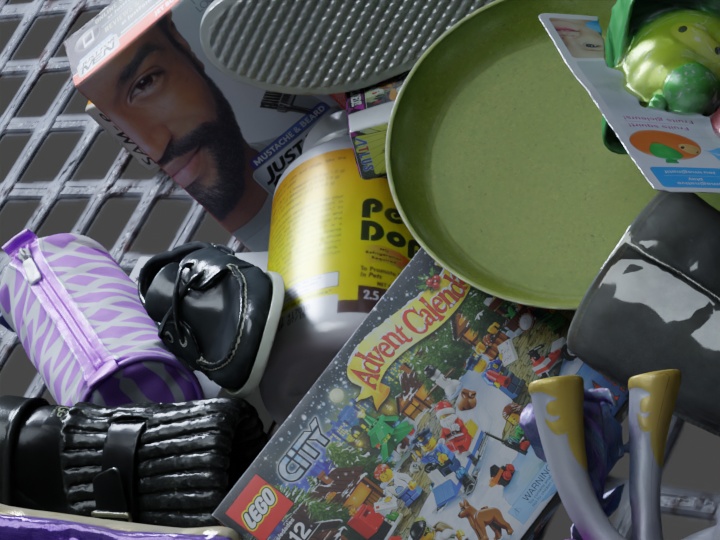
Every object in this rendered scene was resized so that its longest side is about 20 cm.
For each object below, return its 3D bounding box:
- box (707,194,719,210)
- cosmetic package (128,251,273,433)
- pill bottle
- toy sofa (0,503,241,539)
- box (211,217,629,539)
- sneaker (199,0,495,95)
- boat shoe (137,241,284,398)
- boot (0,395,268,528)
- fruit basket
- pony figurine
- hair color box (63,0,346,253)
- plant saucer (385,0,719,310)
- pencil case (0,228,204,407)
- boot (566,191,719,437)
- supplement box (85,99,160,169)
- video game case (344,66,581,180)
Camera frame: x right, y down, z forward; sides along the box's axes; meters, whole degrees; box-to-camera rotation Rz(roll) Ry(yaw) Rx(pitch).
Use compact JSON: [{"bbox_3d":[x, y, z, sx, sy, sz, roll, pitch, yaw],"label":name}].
[{"bbox_3d":[0.198,-0.040,1.282,0.200,0.044,0.160,-47,34,-1],"label":"box"},{"bbox_3d":[-0.118,0.082,1.493,0.151,0.052,0.200,0,55,45],"label":"cosmetic package"},{"bbox_3d":[0.000,0.000,1.397,0.109,0.109,0.200,-27,39,26],"label":"pill bottle"},{"bbox_3d":[-0.152,0.185,1.257,0.200,0.098,0.083,6,34,21],"label":"toy sofa"},{"bbox_3d":[0.038,0.092,1.255,0.137,0.038,0.200,36,81,14],"label":"box"},{"bbox_3d":[0.007,-0.149,1.383,0.200,0.074,0.082,-6,20,-3],"label":"sneaker"},{"bbox_3d":[-0.090,0.020,1.356,0.199,0.066,0.075,-129,58,-73],"label":"boat shoe"},{"bbox_3d":[-0.125,0.167,1.345,0.158,0.211,0.079,3,22,17],"label":"boot"},{"bbox_3d":[0.196,-0.082,1.138,0.200,0.185,0.094,-118,34,-65],"label":"fruit basket"},{"bbox_3d":[0.131,0.142,1.060,0.193,0.167,0.200,-12,79,20],"label":"pony figurine"},{"bbox_3d":[-0.076,-0.100,1.501,0.111,0.200,0.064,-38,34,12],"label":"hair color box"},{"bbox_3d":[0.114,-0.061,1.260,0.200,0.031,0.200,-4,60,8],"label":"plant saucer"},{"bbox_3d":[-0.159,0.043,1.458,0.084,0.086,0.200,-34,34,-8],"label":"pencil case"},{"bbox_3d":[0.218,0.018,1.126,0.182,0.073,0.200,-48,51,-3],"label":"boot"},{"bbox_3d":[-0.085,-0.161,1.687,0.200,0.074,0.126,-17,43,37],"label":"supplement box"},{"bbox_3d":[0.079,-0.122,1.402,0.181,0.036,0.200,-14,23,4],"label":"video game case"}]
